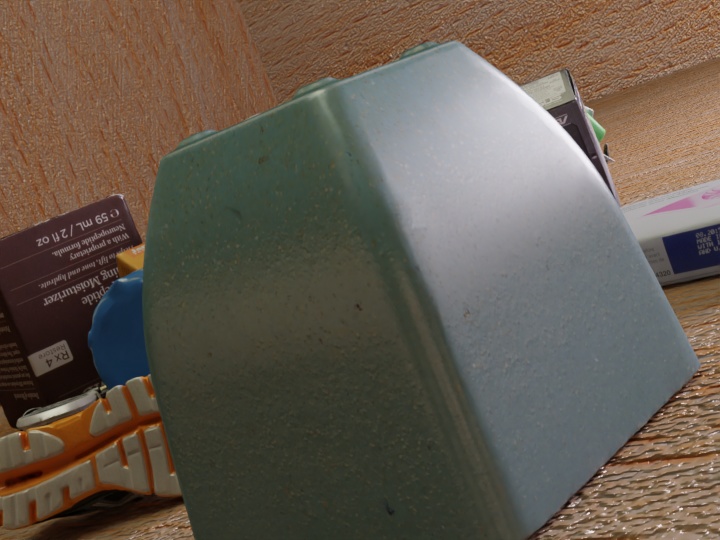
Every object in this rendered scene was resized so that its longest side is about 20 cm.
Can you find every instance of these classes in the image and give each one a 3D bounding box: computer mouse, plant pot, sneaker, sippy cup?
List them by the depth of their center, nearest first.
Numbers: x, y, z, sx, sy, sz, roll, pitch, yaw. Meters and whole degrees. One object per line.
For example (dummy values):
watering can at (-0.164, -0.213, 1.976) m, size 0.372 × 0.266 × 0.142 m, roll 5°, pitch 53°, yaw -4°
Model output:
plant pot at (0.012, 0.006, 0.597) m, size 0.196 × 0.200 × 0.196 m, roll -15°, pitch 9°, yaw 42°
sneaker at (-0.150, 0.116, 0.799) m, size 0.200 × 0.078 × 0.077 m, roll -13°, pitch -12°, yaw 9°
sippy cup at (-0.118, 0.044, 0.876) m, size 0.139 × 0.178 × 0.130 m, roll -6°, pitch 1°, yaw 26°
computer mouse at (-0.264, 0.139, 1.109) m, size 0.109 × 0.044 × 0.200 m, roll -18°, pitch 1°, yaw -6°

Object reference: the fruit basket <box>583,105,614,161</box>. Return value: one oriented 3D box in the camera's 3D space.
fruit basket at (0.127, -0.153, 1.183) m, size 0.094 × 0.200 × 0.185 m, roll -60°, pitch 15°, yaw -6°

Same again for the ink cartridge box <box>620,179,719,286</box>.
ink cartridge box at (0.248, -0.038, 0.882) m, size 0.196 × 0.043 × 0.200 m, roll -16°, pitch 10°, yaw 43°

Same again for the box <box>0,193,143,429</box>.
box at (-0.313, 0.046, 1.309) m, size 0.166 × 0.200 × 0.164 m, roll -26°, pitch 8°, yaw -32°

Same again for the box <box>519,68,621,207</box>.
box at (0.119, -0.075, 1.103) m, size 0.200 × 0.158 × 0.048 m, roll -20°, pitch 43°, yaw 15°

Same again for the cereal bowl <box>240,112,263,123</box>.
cereal bowl at (-0.046, -0.113, 1.338) m, size 0.083 × 0.200 × 0.200 m, roll -58°, pitch -3°, yaw 15°

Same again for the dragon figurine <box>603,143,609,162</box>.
dragon figurine at (0.181, -0.077, 1.326) m, size 0.099 × 0.059 × 0.200 m, roll -27°, pitch 8°, yaw -36°

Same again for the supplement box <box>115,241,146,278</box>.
supplement box at (-0.146, 0.032, 1.127) m, size 0.066 × 0.069 × 0.200 m, roll -27°, pitch 34°, yaw -31°
